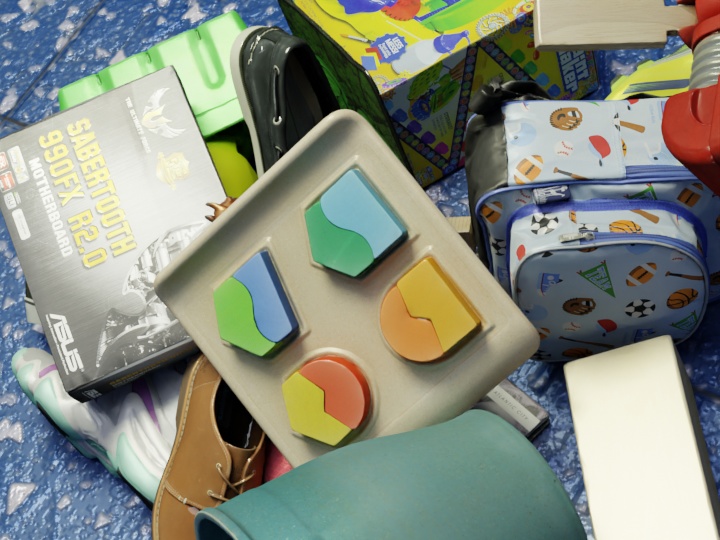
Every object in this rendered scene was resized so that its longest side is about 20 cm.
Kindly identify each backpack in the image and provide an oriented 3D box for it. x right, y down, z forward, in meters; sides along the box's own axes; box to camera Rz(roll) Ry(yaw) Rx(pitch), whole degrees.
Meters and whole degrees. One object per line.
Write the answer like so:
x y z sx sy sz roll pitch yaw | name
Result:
0.172 -0.034 0.930 0.188 0.201 0.156 -12 60 2 | backpack

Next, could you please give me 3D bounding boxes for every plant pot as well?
0.029 0.185 0.828 0.187 0.201 0.200 -30 50 -21 | plant pot

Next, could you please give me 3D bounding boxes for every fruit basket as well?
-0.129 -0.080 1.105 0.213 0.156 0.219 0 85 5 | fruit basket

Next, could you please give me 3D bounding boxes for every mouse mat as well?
-0.004 -0.118 1.035 0.007 0.162 0.200 -30 36 -6 | mouse mat

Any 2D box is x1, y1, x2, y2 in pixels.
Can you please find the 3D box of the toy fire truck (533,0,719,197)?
0.210 -0.127 0.839 0.199 0.128 0.178 -15 51 47 | toy fire truck

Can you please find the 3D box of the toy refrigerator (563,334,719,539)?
0.187 0.150 0.865 0.075 0.070 0.202 -18 51 16 | toy refrigerator

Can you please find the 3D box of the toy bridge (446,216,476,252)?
0.040 0.048 0.993 0.066 0.027 0.202 -1 55 19 | toy bridge

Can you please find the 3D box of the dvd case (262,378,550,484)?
0.015 0.129 0.973 0.200 0.016 0.148 -42 53 -12 | dvd case

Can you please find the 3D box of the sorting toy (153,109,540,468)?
-0.013 0.029 0.883 0.185 0.036 0.200 -41 89 15 | sorting toy

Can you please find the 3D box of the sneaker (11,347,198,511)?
-0.158 0.085 1.035 0.199 0.078 0.140 34 71 25 | sneaker

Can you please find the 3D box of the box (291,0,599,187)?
0.058 -0.202 1.122 0.191 0.122 0.201 -29 52 -3 | box

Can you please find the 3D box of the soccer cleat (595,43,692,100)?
0.245 -0.125 1.038 0.200 0.065 0.084 -40 55 -10 | soccer cleat

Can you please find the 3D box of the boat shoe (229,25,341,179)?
-0.034 -0.087 1.027 0.066 0.201 0.074 6 29 45 | boat shoe

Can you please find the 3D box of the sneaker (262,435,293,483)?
-0.043 0.077 0.965 0.073 0.087 0.202 -7 54 17 | sneaker

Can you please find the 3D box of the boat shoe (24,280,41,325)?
-0.190 0.012 1.067 0.198 0.065 0.070 3 12 33 | boat shoe

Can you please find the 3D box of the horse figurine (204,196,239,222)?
0.000 0.000 0.947 0.132 0.050 0.201 -24 68 -32 | horse figurine

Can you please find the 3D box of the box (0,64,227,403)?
-0.169 -0.027 0.998 0.157 0.048 0.202 -23 74 -1 | box

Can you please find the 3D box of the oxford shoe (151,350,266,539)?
-0.097 0.147 0.932 0.071 0.071 0.203 8 77 -25 | oxford shoe
